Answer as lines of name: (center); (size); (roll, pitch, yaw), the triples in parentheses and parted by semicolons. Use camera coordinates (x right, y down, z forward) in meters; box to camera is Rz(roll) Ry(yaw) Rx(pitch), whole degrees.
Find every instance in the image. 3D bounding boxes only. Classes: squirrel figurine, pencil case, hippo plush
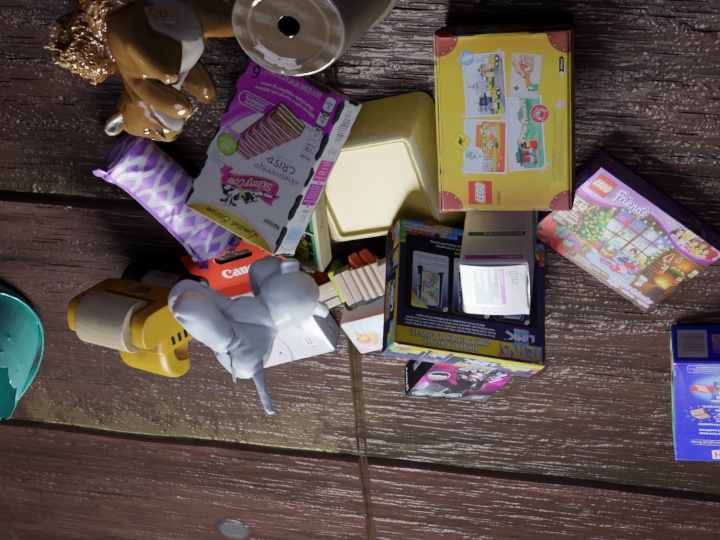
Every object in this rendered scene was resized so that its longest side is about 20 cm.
squirrel figurine: (-0.261, -0.246, 1.391); (0.200, 0.142, 0.187); (34, 143, 2)
pencil case: (-0.248, -0.091, 1.540); (0.200, 0.086, 0.084); (45, 159, -22)
hippo plush: (-0.140, 0.043, 1.527); (0.161, 0.200, 0.159); (-44, 122, -4)

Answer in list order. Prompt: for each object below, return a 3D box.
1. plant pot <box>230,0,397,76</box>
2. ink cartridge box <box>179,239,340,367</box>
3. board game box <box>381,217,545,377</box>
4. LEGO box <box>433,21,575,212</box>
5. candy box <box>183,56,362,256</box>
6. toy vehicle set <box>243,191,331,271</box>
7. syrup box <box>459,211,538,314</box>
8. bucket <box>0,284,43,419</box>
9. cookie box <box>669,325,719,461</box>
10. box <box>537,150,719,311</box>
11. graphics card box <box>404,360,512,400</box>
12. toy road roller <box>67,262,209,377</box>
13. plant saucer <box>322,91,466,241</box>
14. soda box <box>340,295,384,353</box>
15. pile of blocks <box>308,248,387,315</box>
plant pot: (-0.056, -0.297, 1.242); (0.199, 0.174, 0.200); (7, 135, 7)
ink cartridge box: (-0.145, 0.050, 1.673); (0.162, 0.057, 0.200); (-15, 131, 25)
board game box: (0.129, 0.035, 1.475); (0.199, 0.166, 0.057); (10, 159, -15)
LEGO box: (0.162, -0.169, 1.319); (0.148, 0.077, 0.201); (1, 106, 13)
candy box: (-0.103, -0.135, 1.386); (0.136, 0.061, 0.201); (28, 101, 18)
toy vehicle set: (-0.103, -0.092, 1.505); (0.124, 0.027, 0.200); (20, 143, 21)
syrup box: (0.166, -0.045, 1.400); (0.081, 0.200, 0.079); (1, 133, 13)
bucket: (-0.582, 0.117, 1.782); (0.206, 0.135, 0.208); (7, 134, 7)
cookie box: (0.505, 0.168, 1.600); (0.170, 0.075, 0.200); (-1, 132, 14)
box: (0.327, -0.045, 1.472); (0.200, 0.039, 0.137); (32, 131, -16)
graphics card box: (0.145, 0.120, 1.604); (0.125, 0.051, 0.200); (5, 155, -15)
toy road roller: (-0.295, 0.084, 1.623); (0.122, 0.200, 0.147); (11, 111, 23)
plant saucer: (0.018, -0.113, 1.480); (0.199, 0.049, 0.200); (-8, 129, 21)
soda box: (0.076, 0.048, 1.600); (0.199, 0.069, 0.064); (-15, 128, 25)
pile of blocks: (0.000, 0.000, 1.571); (0.200, 0.082, 0.062); (-14, 111, 39)
